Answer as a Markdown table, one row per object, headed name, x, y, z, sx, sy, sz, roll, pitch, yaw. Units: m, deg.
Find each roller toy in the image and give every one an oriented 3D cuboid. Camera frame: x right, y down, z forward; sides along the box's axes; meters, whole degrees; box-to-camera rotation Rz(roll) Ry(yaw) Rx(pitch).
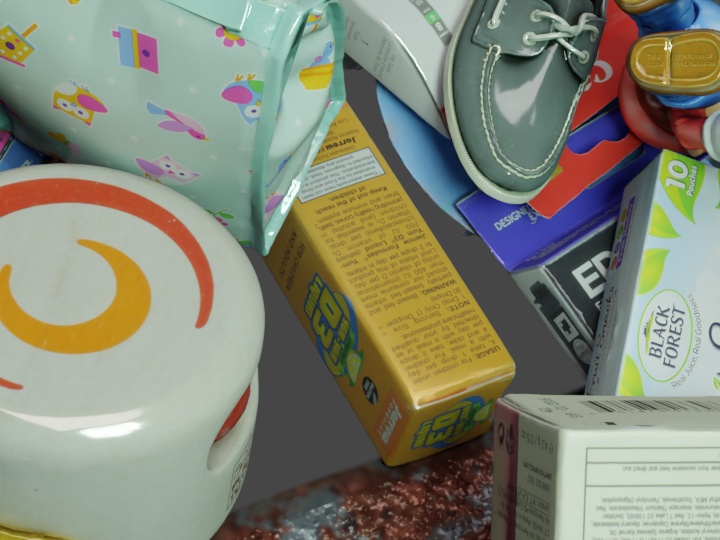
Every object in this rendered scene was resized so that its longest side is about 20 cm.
| name | x | y | z | sx | sy | sz | roll | pitch | yaw |
| --- | --- | --- | --- | --- | --- | --- | --- | --- | --- |
| roller toy | -0.138 | 0.056 | 1.110 | 0.182 | 0.140 | 0.200 | -18 | 51 | -25 |

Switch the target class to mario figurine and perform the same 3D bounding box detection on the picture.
| name | x | y | z | sx | sy | sz | roll | pitch | yaw |
| --- | --- | --- | --- | --- | --- | --- | --- | --- | --- |
| mario figurine | 0.184 | -0.117 | 1.202 | 0.106 | 0.200 | 0.124 | 22 | 89 | 15 |

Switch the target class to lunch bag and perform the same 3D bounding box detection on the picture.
| name | x | y | z | sx | sy | sz | roll | pitch | yaw |
| --- | --- | --- | --- | --- | --- | --- | --- | --- | --- |
| lunch bag | -0.097 | -0.112 | 1.128 | 0.170 | 0.200 | 0.122 | 24 | 73 | 8 |

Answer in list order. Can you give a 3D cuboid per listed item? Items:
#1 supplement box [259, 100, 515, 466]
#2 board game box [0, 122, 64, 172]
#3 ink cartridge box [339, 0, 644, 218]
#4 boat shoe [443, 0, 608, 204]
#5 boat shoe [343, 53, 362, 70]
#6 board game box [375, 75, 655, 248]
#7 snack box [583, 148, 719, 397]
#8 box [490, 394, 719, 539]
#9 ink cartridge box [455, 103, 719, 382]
| name | x | y | z | sx | sy | sz | roll | pitch | yaw |
| --- | --- | --- | --- | --- | --- | --- | --- | --- | --- |
| supplement box | 0.000 | 0.000 | 1.231 | 0.069 | 0.067 | 0.200 | -21 | 63 | -26 |
| board game box | -0.182 | -0.098 | 1.236 | 0.103 | 0.019 | 0.200 | 38 | 75 | 8 |
| ink cartridge box | 0.081 | -0.141 | 1.286 | 0.200 | 0.050 | 0.161 | 41 | 56 | 18 |
| boat shoe | 0.094 | -0.131 | 1.236 | 0.073 | 0.062 | 0.200 | 21 | 62 | -17 |
| boat shoe | -0.027 | -0.207 | 1.370 | 0.091 | 0.071 | 0.200 | -30 | 74 | -31 |
| board game box | 0.096 | -0.085 | 1.324 | 0.200 | 0.039 | 0.158 | -14 | 69 | -28 |
| snack box | 0.188 | 0.055 | 1.190 | 0.142 | 0.053 | 0.200 | 18 | 65 | -11 |
| box | 0.130 | 0.160 | 1.066 | 0.128 | 0.109 | 0.200 | 1 | 95 | -13 |
| ink cartridge box | 0.183 | -0.005 | 1.269 | 0.198 | 0.043 | 0.200 | -32 | 82 | -30 |
